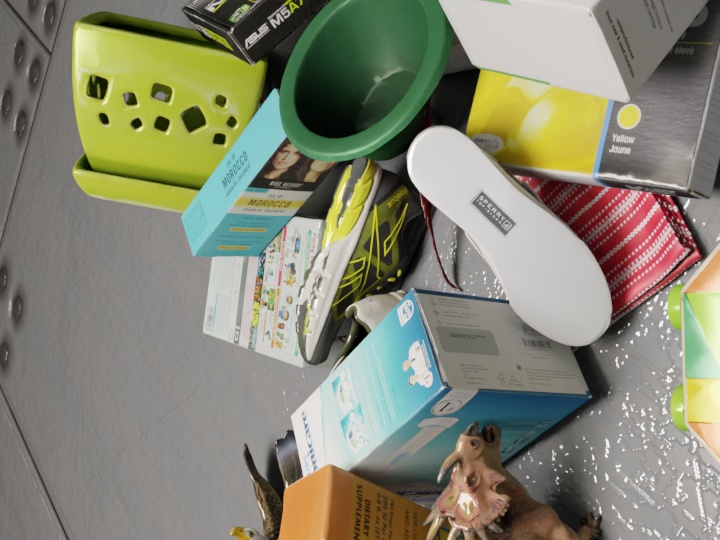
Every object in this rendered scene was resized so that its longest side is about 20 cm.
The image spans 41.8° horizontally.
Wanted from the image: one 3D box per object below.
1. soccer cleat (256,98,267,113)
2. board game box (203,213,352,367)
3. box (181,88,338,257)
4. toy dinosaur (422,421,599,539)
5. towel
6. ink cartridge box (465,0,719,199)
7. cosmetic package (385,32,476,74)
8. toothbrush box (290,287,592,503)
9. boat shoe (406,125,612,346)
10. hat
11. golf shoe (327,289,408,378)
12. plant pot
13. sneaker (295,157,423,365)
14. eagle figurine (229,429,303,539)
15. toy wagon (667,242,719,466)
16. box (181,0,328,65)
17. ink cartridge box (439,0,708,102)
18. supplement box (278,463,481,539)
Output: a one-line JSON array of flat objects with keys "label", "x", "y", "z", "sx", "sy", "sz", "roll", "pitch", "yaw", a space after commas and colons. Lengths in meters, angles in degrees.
[{"label": "soccer cleat", "x": -0.045, "y": -0.134, "z": 0.979, "sx": 0.199, "sy": 0.069, "sz": 0.079, "roll": 21, "pitch": 115, "yaw": 51}, {"label": "board game box", "x": -0.086, "y": 0.012, "z": 1.008, "sx": 0.199, "sy": 0.064, "sz": 0.149, "roll": 12, "pitch": 97, "yaw": 51}, {"label": "box", "x": -0.091, "y": -0.087, "z": 0.908, "sx": 0.200, "sy": 0.082, "sz": 0.050, "roll": -45, "pitch": 58, "yaw": 41}, {"label": "toy dinosaur", "x": 0.112, "y": 0.219, "z": 0.692, "sx": 0.086, "sy": 0.135, "sz": 0.202, "roll": -35, "pitch": 61, "yaw": 42}, {"label": "towel", "x": 0.166, "y": -0.055, "z": 0.745, "sx": 0.145, "sy": 0.022, "sz": 0.202, "roll": -45, "pitch": 54, "yaw": 38}, {"label": "ink cartridge box", "x": 0.180, "y": -0.164, "z": 0.697, "sx": 0.196, "sy": 0.047, "sz": 0.202, "roll": 13, "pitch": 93, "yaw": 44}, {"label": "cosmetic package", "x": 0.062, "y": -0.232, "z": 0.851, "sx": 0.199, "sy": 0.074, "sz": 0.103, "roll": 3, "pitch": 89, "yaw": 48}, {"label": "toothbrush box", "x": 0.056, "y": 0.109, "z": 0.747, "sx": 0.200, "sy": 0.145, "sz": 0.086, "roll": -51, "pitch": 44, "yaw": 41}, {"label": "boat shoe", "x": 0.114, "y": -0.030, "z": 0.715, "sx": 0.200, "sy": 0.068, "sz": 0.072, "roll": 45, "pitch": 107, "yaw": 0}, {"label": "hat", "x": 0.039, "y": -0.129, "z": 0.834, "sx": 0.165, "sy": 0.176, "sz": 0.201, "roll": 29, "pitch": 87, "yaw": 40}, {"label": "golf shoe", "x": 0.000, "y": 0.115, "z": 0.869, "sx": 0.078, "sy": 0.097, "sz": 0.202, "roll": 20, "pitch": 102, "yaw": 48}, {"label": "plant pot", "x": -0.214, "y": -0.171, "z": 1.041, "sx": 0.200, "sy": 0.197, "sz": 0.184, "roll": -109, "pitch": 29, "yaw": -70}, {"label": "sneaker", "x": 0.000, "y": 0.000, "z": 0.877, "sx": 0.075, "sy": 0.084, "sz": 0.202, "roll": -128, "pitch": 57, "yaw": -70}, {"label": "eagle figurine", "x": -0.075, "y": 0.270, "z": 0.943, "sx": 0.150, "sy": 0.152, "sz": 0.202, "roll": 7, "pitch": 54, "yaw": 12}, {"label": "toy wagon", "x": 0.269, "y": 0.078, "z": 0.594, "sx": 0.154, "sy": 0.039, "sz": 0.203, "roll": -6, "pitch": 81, "yaw": 50}, {"label": "box", "x": -0.070, "y": -0.294, "z": 0.926, "sx": 0.200, "sy": 0.048, "sz": 0.193, "roll": -41, "pitch": 33, "yaw": -3}, {"label": "ink cartridge box", "x": 0.169, "y": -0.225, "z": 0.639, "sx": 0.200, "sy": 0.084, "sz": 0.144, "roll": -51, "pitch": 42, "yaw": -11}, {"label": "supplement box", "x": 0.034, "y": 0.222, "z": 0.733, "sx": 0.069, "sy": 0.199, "sz": 0.067, "roll": -35, "pitch": 36, "yaw": 37}]
